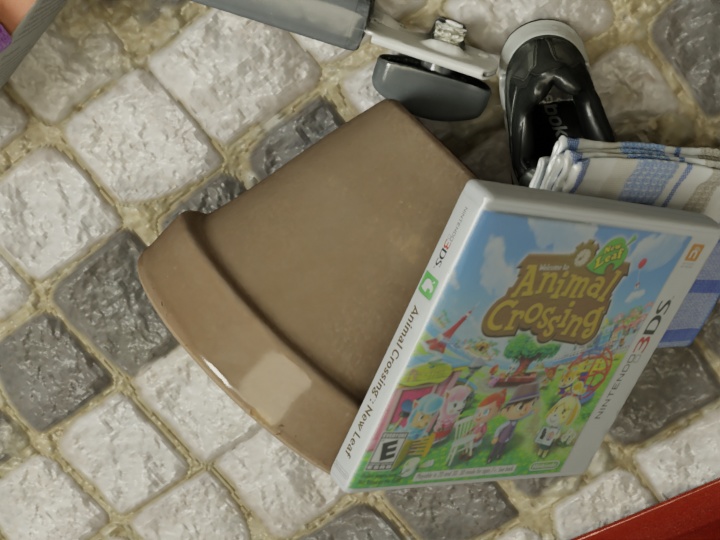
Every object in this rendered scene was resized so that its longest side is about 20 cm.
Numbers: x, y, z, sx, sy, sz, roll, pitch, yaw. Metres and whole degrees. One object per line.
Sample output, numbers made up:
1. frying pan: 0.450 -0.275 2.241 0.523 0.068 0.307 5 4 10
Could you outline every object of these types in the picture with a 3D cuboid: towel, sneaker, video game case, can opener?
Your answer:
1. towel: 0.159 -0.007 0.739 0.200 0.024 0.147 -1 122 -37
2. sneaker: 0.122 -0.044 0.751 0.066 0.091 0.200 -10 112 7
3. video game case: 0.096 0.042 0.693 0.200 0.022 0.182 4 119 -41
4. can opener: -0.013 -0.141 0.743 0.200 0.053 0.067 21 114 -4

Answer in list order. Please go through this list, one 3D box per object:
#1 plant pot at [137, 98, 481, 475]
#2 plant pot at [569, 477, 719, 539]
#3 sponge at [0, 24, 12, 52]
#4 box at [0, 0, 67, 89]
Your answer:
1. plant pot: 0.000 0.000 0.740 0.200 0.200 0.175 43 97 -13
2. plant pot: 0.219 0.296 0.844 0.200 0.200 0.176 -27 119 16
3. sponge: -0.287 -0.166 0.654 0.112 0.030 0.200 -31 107 18
4. box: -0.249 -0.185 0.717 0.152 0.106 0.200 39 112 -11
